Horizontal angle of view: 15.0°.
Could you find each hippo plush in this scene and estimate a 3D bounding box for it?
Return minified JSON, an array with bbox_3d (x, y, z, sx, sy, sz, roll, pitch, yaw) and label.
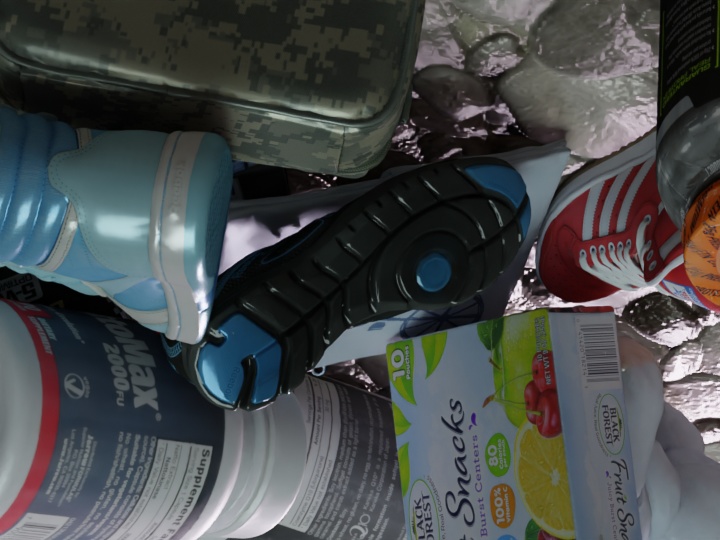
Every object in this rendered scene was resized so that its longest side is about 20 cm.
[{"bbox_3d":[0.158,0.110,1.540,0.160,0.200,0.160,6,120,-41],"label":"hippo plush"}]

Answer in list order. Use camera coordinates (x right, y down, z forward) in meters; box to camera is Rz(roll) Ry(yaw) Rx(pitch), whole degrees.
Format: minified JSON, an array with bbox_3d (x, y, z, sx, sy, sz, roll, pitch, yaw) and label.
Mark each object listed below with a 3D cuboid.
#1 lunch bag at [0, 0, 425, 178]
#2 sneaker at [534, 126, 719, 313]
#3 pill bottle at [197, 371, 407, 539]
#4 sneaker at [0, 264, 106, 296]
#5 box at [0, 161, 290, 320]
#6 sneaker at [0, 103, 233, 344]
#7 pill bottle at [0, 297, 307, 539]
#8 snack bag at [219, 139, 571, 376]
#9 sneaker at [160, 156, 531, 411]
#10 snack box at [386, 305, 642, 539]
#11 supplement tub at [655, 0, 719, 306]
[{"bbox_3d":[-0.071,-0.113,1.245,0.199,0.140,0.168,9,163,0],"label":"lunch bag"},{"bbox_3d":[0.151,-0.006,1.391,0.071,0.113,0.200,22,143,-22],"label":"sneaker"},{"bbox_3d":[-0.040,0.115,1.592,0.200,0.117,0.116,20,144,-24],"label":"pill bottle"},{"bbox_3d":[-0.187,-0.033,1.269,0.082,0.074,0.200,-35,138,13],"label":"sneaker"},{"bbox_3d":[-0.133,-0.006,1.416,0.199,0.050,0.158,-22,146,-10],"label":"box"},{"bbox_3d":[-0.124,-0.024,1.212,0.130,0.080,0.200,9,164,-1],"label":"sneaker"},{"bbox_3d":[-0.129,0.082,1.381,0.200,0.120,0.119,11,151,-43],"label":"pill bottle"},{"bbox_3d":[0.000,0.000,1.445,0.199,0.021,0.189,-11,152,-17],"label":"snack bag"},{"bbox_3d":[-0.010,-0.005,1.348,0.200,0.082,0.073,-26,112,-18],"label":"sneaker"},{"bbox_3d":[0.084,0.127,1.451,0.053,0.201,0.142,-1,171,-36],"label":"snack box"},{"bbox_3d":[0.190,-0.085,1.189,0.122,0.201,0.123,4,147,3],"label":"supplement tub"}]
